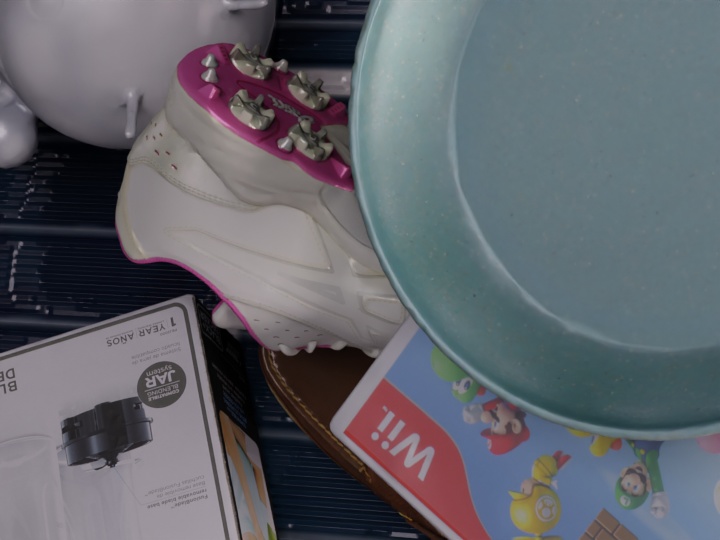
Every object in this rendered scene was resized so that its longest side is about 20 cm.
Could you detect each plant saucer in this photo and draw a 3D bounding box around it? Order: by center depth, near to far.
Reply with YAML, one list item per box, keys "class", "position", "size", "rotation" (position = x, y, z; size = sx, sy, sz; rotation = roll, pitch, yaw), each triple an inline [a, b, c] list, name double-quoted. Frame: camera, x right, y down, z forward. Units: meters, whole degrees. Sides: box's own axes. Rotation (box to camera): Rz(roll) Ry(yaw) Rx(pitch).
- class: "plant saucer"
  position: [0.093, -0.048, 0.665]
  size: [0.199, 0.036, 0.201]
  rotation: [1, 92, 24]

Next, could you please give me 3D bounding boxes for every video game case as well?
- class: "video game case"
  position: [0.097, 0.021, 0.695]
  size: [0.143, 0.017, 0.200]
  rotation: [41, 106, 17]

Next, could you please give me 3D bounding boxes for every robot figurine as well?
- class: "robot figurine"
  position: [-0.106, -0.121, 0.832]
  size: [0.170, 0.113, 0.200]
  rotation: [-53, 42, 9]

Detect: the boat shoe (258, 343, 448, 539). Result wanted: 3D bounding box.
- class: "boat shoe"
  position: [0.041, 0.069, 0.798]
  size: [0.200, 0.068, 0.072]
  rotation: [36, 88, 18]

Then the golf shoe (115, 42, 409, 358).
- class: "golf shoe"
  position: [0.000, 0.000, 0.775]
  size: [0.200, 0.075, 0.092]
  rotation: [34, 116, -12]

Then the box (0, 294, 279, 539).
- class: "box"
  position: [-0.090, 0.123, 0.806]
  size: [0.116, 0.060, 0.201]
  rotation: [-18, 64, 9]
